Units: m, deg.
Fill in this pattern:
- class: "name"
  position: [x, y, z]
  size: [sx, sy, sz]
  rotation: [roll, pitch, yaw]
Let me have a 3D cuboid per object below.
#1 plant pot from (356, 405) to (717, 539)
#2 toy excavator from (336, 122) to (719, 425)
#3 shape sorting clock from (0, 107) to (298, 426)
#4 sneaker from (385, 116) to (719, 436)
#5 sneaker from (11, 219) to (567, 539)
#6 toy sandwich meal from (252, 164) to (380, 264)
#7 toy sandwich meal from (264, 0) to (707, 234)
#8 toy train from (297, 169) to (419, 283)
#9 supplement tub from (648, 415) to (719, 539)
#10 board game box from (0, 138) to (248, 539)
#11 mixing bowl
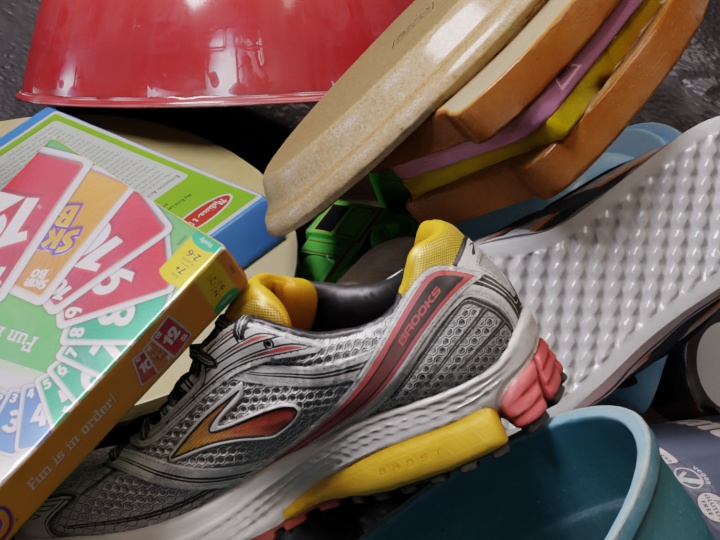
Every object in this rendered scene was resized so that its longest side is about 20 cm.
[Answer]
- class: "plant pot"
  position: [0.069, 0.177, 0.895]
  size: [0.188, 0.200, 0.200]
  rotation: [49, 31, -11]
- class: "toy excavator"
  position: [0.059, 0.010, 1.125]
  size: [0.200, 0.100, 0.195]
  rotation: [32, 66, -30]
- class: "shape sorting clock"
  position: [-0.124, 0.000, 1.137]
  size: [0.199, 0.039, 0.200]
  rotation: [-4, 35, 2]
- class: "sneaker"
  position: [0.071, 0.015, 1.045]
  size: [0.200, 0.079, 0.079]
  rotation: [-27, 84, -5]
- class: "sneaker"
  position: [-0.035, 0.042, 0.967]
  size: [0.082, 0.200, 0.078]
  rotation: [63, 13, -14]
- class: "toy sandwich meal"
  position: [0.012, -0.004, 1.239]
  size: [0.205, 0.070, 0.205]
  rotation: [17, 33, -11]
- class: "toy sandwich meal"
  position: [0.047, -0.070, 1.082]
  size: [0.070, 0.205, 0.205]
  rotation: [44, 32, -7]
- class: "toy train"
  position: [0.000, 0.000, 1.157]
  size: [0.056, 0.042, 0.200]
  rotation: [11, 48, 32]
- class: "supplement tub"
  position: [0.140, 0.124, 1.074]
  size: [0.200, 0.141, 0.140]
  rotation: [-5, 42, -37]
- class: "board game box"
  position: [-0.136, 0.050, 0.934]
  size: [0.095, 0.200, 0.030]
  rotation: [31, -15, 39]
- class: "mixing bowl"
  position: [-0.053, -0.131, 1.260]
  size: [0.199, 0.109, 0.200]
  rotation: [-2, 6, 0]
